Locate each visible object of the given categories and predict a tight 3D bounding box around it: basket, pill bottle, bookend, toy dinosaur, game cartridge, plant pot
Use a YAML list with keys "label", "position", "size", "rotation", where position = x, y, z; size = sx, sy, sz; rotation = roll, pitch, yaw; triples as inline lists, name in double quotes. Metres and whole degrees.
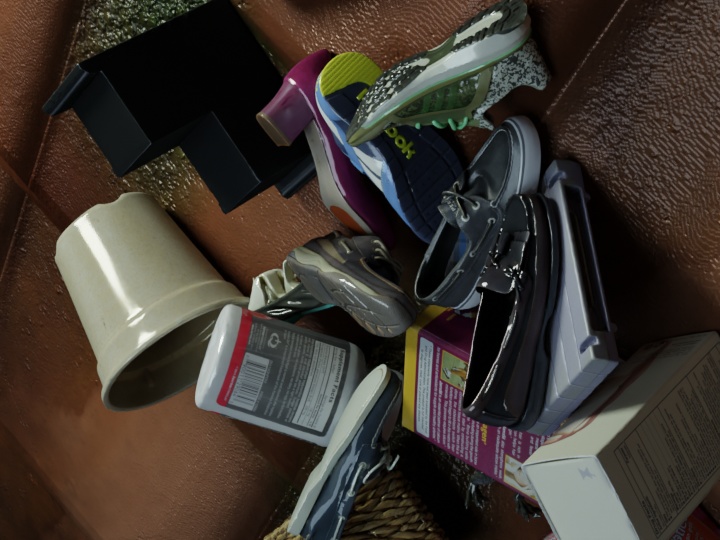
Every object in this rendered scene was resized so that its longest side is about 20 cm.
- label: "basket"
  position: [-0.007, 0.301, 1.643]
  size: [0.149, 0.142, 0.200]
  rotation: [53, 158, 5]
- label: "pill bottle"
  position: [-0.061, 0.115, 1.573]
  size: [0.198, 0.111, 0.111]
  rotation: [18, 139, -10]
- label: "bookend"
  position: [-0.163, -0.133, 1.492]
  size: [0.201, 0.198, 0.092]
  rotation: [54, 139, 0]
- label: "toy dinosaur"
  position: [0.143, 0.198, 1.531]
  size: [0.199, 0.047, 0.089]
  rotation: [16, 112, 39]
- label: "game cartridge"
  position: [0.164, 0.023, 1.308]
  size: [0.130, 0.038, 0.202]
  rotation: [118, 153, -52]
- label: "plant pot"
  position: [-0.240, 0.023, 1.707]
  size: [0.184, 0.199, 0.201]
  rotation: [56, 142, 18]

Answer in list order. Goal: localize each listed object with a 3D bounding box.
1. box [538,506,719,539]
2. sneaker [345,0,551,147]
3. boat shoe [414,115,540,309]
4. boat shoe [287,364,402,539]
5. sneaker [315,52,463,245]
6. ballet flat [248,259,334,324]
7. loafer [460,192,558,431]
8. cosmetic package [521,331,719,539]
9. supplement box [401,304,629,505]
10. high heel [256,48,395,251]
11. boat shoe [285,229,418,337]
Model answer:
- label: "box"
  position: [0.232, 0.272, 1.449]
  size: [0.100, 0.095, 0.200]
  rotation: [49, 140, 7]
- label: "sneaker"
  position: [0.076, -0.143, 1.308]
  size: [0.199, 0.077, 0.089]
  rotation: [-28, 113, 27]
- label: "boat shoe"
  position: [0.096, -0.048, 1.362]
  size: [0.070, 0.066, 0.201]
  rotation: [60, 140, 39]
- label: "boat shoe"
  position: [-0.004, 0.185, 1.500]
  size: [0.061, 0.075, 0.201]
  rotation: [26, 103, -6]
- label: "sneaker"
  position: [0.028, -0.112, 1.413]
  size: [0.201, 0.074, 0.082]
  rotation: [55, 166, -12]
- label: "ballet flat"
  position: [-0.070, 0.024, 1.619]
  size: [0.199, 0.068, 0.069]
  rotation: [-28, 86, 41]
- label: "loafer"
  position: [0.122, 0.030, 1.281]
  size: [0.072, 0.062, 0.202]
  rotation: [164, 113, -66]
- label: "cosmetic package"
  position: [0.236, 0.145, 1.275]
  size: [0.087, 0.200, 0.104]
  rotation: [-16, 104, 48]
- label: "supplement box"
  position: [0.144, 0.115, 1.425]
  size: [0.199, 0.103, 0.132]
  rotation: [28, 134, 31]
- label: "high heel"
  position: [-0.007, -0.112, 1.479]
  size: [0.200, 0.096, 0.067]
  rotation: [51, 163, -29]
- label: "boat shoe"
  position: [0.000, 0.000, 1.458]
  size: [0.200, 0.073, 0.075]
  rotation: [29, 158, 55]
